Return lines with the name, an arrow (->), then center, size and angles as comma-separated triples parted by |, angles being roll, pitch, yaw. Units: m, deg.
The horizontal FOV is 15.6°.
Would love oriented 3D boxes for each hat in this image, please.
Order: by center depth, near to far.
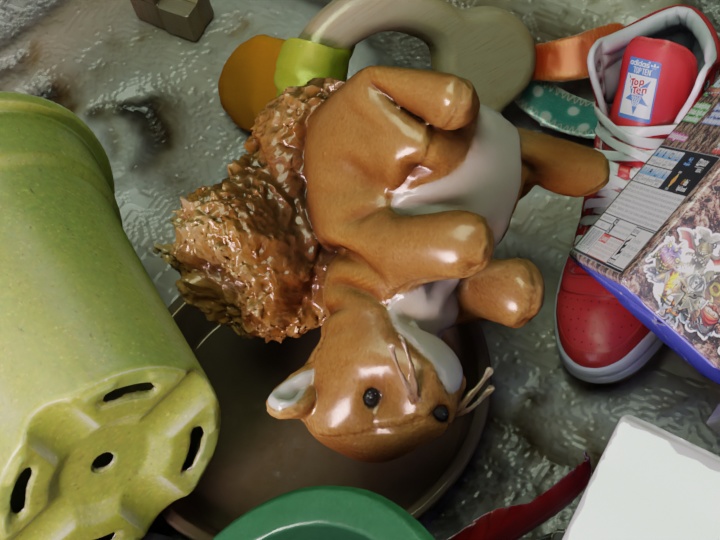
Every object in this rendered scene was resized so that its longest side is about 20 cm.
hat -> 0.024, 0.192, 1.242 | 0.200, 0.176, 0.166 | -34, 63, 19

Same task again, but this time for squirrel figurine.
squirrel figurine -> 0.000, 0.000, 1.333 | 0.199, 0.141, 0.188 | 12, 83, 34

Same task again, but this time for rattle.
rattle -> 0.038, -0.103, 1.493 | 0.199, 0.143, 0.131 | -19, 85, -18

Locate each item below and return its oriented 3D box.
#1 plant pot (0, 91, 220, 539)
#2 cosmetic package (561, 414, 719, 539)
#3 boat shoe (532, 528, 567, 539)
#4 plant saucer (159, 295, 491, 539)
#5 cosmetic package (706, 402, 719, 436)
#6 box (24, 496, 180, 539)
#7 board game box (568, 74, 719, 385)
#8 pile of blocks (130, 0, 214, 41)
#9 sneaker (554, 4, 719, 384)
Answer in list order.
plant pot -> -0.171, 0.044, 1.333 | 0.200, 0.201, 0.184 | -34, 53, -10
cosmetic package -> 0.108, 0.178, 1.181 | 0.074, 0.102, 0.201 | 24, 72, 14
boat shoe -> 0.145, 0.145, 1.279 | 0.199, 0.057, 0.067 | -5, 55, 10
plant saucer -> -0.027, 0.071, 1.390 | 0.199, 0.030, 0.201 | -6, 55, 9
cosmetic package -> 0.272, 0.019, 1.290 | 0.085, 0.108, 0.200 | 41, 70, -11
box -> -0.159, 0.191, 1.336 | 0.199, 0.036, 0.143 | 14, 61, 20
board game box -> 0.210, -0.046, 1.268 | 0.097, 0.159, 0.200 | 40, 91, -7
pile of blocks -> -0.125, -0.233, 1.600 | 0.082, 0.062, 0.201 | -22, 54, -2
sneaker -> 0.144, -0.047, 1.376 | 0.071, 0.113, 0.201 | 11, 60, 21
